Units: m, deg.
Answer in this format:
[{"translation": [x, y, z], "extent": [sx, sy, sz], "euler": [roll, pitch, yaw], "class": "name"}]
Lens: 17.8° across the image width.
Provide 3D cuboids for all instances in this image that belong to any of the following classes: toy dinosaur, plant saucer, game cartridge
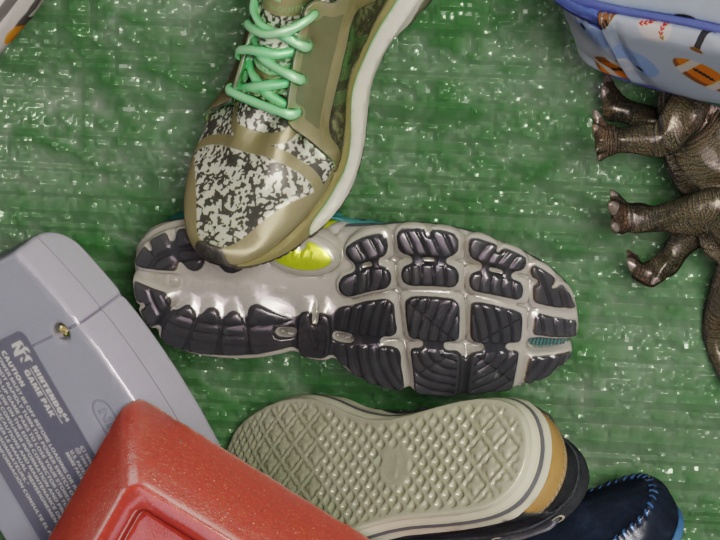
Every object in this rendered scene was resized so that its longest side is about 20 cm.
[{"translation": [0.158, -0.042, 0.996], "extent": [0.101, 0.077, 0.202], "euler": [-8, 97, 14], "class": "toy dinosaur"}, {"translation": [-0.065, 0.190, 0.978], "extent": [0.199, 0.037, 0.201], "euler": [31, 100, 2], "class": "plant saucer"}, {"translation": [-0.122, 0.085, 1.039], "extent": [0.133, 0.041, 0.201], "euler": [-24, 99, 38], "class": "game cartridge"}]

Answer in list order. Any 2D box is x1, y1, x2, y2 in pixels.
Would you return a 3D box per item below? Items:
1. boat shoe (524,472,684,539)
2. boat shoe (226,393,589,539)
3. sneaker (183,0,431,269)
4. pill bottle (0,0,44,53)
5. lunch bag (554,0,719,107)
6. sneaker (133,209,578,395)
[{"translation": [0.048, 0.142, 1.038], "extent": [0.199, 0.084, 0.069], "euler": [-30, 108, 8], "class": "boat shoe"}, {"translation": [0.015, 0.092, 1.014], "extent": [0.199, 0.062, 0.075], "euler": [-9, 67, 42], "class": "boat shoe"}, {"translation": [-0.031, -0.100, 0.969], "extent": [0.076, 0.089, 0.201], "euler": [18, 77, 27], "class": "sneaker"}, {"translation": [-0.143, -0.198, 0.977], "extent": [0.116, 0.116, 0.200], "euler": [39, 101, -2], "class": "pill bottle"}, {"translation": [0.176, -0.143, 0.926], "extent": [0.199, 0.076, 0.161], "euler": [18, 73, 27], "class": "lunch bag"}, {"translation": [0.000, 0.000, 1.018], "extent": [0.198, 0.080, 0.078], "euler": [10, 112, 8], "class": "sneaker"}]
